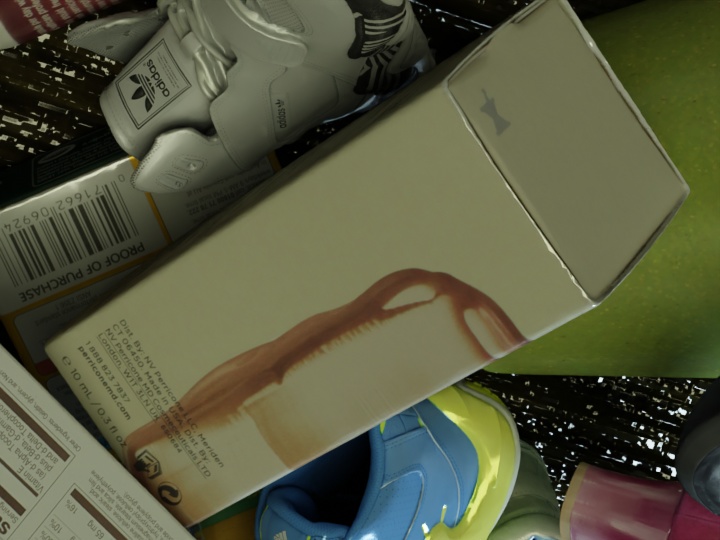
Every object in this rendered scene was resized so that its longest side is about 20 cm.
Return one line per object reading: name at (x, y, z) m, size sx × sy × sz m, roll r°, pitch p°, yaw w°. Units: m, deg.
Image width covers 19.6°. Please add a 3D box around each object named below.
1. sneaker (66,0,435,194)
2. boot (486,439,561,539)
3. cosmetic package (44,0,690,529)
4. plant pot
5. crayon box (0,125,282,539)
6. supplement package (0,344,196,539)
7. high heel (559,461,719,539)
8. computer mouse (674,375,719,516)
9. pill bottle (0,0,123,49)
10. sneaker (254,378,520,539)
sneaker at (-0.043, -0.081, 0.700) m, size 0.115 × 0.200 × 0.075 m, roll -27°, pitch 77°, yaw 4°
boot at (0.019, 0.166, 0.894) m, size 0.073 × 0.096 × 0.200 m, roll 28°, pitch 104°, yaw -18°
cosmetic package at (0.000, 0.000, 0.716) m, size 0.200 × 0.103 × 0.087 m, roll -32°, pitch 96°, yaw 37°
plant pot at (0.130, -0.031, 0.803) m, size 0.189 × 0.200 × 0.201 m, roll -9°, pitch 112°, yaw 7°
crayon box at (-0.067, 0.035, 0.854) m, size 0.125 × 0.052 × 0.200 m, roll -23°, pitch 112°, yaw 0°
supplement package at (-0.140, 0.121, 0.757) m, size 0.200 × 0.156 × 0.111 m, roll 49°, pitch 64°, yaw -21°
high heel at (0.143, 0.129, 0.858) m, size 0.096 × 0.200 × 0.067 m, roll 16°, pitch 67°, yaw 20°
computer mouse at (0.196, 0.063, 0.739) m, size 0.200 × 0.053 × 0.139 m, roll 16°, pitch 141°, yaw -25°
pill bottle at (-0.108, -0.148, 0.743) m, size 0.200 × 0.114 × 0.114 m, roll -23°, pitch 113°, yaw -1°
sneaker at (-0.018, 0.127, 0.814) m, size 0.105 × 0.076 × 0.200 m, roll 17°, pitch 98°, yaw -49°
